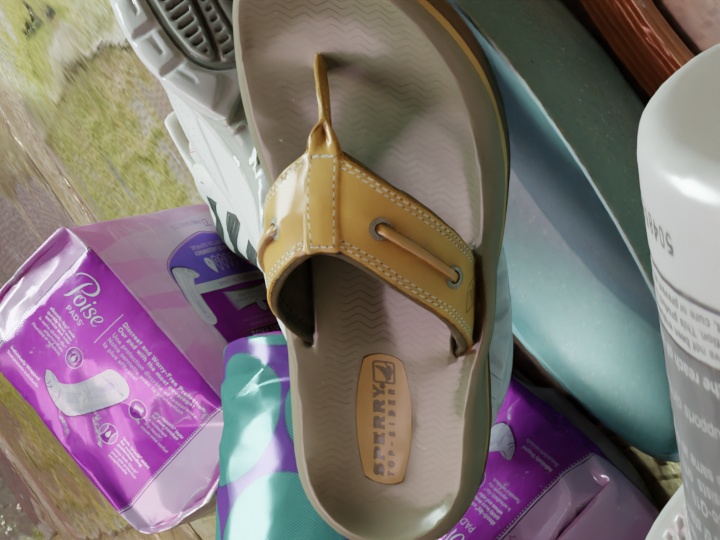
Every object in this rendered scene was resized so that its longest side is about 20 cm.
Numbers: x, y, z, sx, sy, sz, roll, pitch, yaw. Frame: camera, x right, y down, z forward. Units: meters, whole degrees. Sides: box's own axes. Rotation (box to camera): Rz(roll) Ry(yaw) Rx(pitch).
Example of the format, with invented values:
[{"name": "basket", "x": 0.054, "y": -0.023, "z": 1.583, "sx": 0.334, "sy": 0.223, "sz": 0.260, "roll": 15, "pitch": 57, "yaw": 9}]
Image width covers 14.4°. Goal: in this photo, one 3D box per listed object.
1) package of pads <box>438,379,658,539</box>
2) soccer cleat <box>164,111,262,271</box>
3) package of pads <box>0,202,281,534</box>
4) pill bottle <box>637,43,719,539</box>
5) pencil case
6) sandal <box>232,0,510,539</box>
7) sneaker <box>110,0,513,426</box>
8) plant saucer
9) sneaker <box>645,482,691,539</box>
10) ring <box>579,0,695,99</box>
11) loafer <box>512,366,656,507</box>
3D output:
[{"name": "package of pads", "x": 0.082, "y": 0.121, "z": 0.974, "sx": 0.200, "sy": 0.076, "sz": 0.120, "roll": 47, "pitch": 175, "yaw": -36}, {"name": "soccer cleat", "x": -0.026, "y": -0.030, "z": 1.110, "sx": 0.085, "sy": 0.069, "sz": 0.200, "roll": 50, "pitch": 173, "yaw": -18}, {"name": "package of pads", "x": -0.063, "y": 0.036, "z": 1.195, "sx": 0.121, "sy": 0.076, "sz": 0.200, "roll": 48, "pitch": -160, "yaw": 11}, {"name": "pill bottle", "x": 0.127, "y": 0.051, "z": 0.618, "sx": 0.114, "sy": 0.114, "sz": 0.200, "roll": 32, "pitch": 138, "yaw": 56}, {"name": "pencil case", "x": -0.008, "y": 0.121, "z": 1.041, "sx": 0.085, "sy": 0.201, "sz": 0.092, "roll": -14, "pitch": 158, "yaw": 37}, {"name": "sandal", "x": 0.000, "y": 0.000, "z": 0.825, "sx": 0.080, "sy": 0.054, "sz": 0.200, "roll": 7, "pitch": 117, "yaw": 21}, {"name": "sneaker", "x": -0.008, "y": -0.027, "z": 0.932, "sx": 0.200, "sy": 0.078, "sz": 0.099, "roll": 62, "pitch": 178, "yaw": 14}, {"name": "plant saucer", "x": 0.056, "y": -0.032, "z": 0.889, "sx": 0.200, "sy": 0.036, "sz": 0.200, "roll": 54, "pitch": 169, "yaw": 15}, {"name": "sneaker", "x": 0.144, "y": 0.045, "z": 0.754, "sx": 0.074, "sy": 0.082, "sz": 0.200, "roll": 62, "pitch": 146, "yaw": 19}, {"name": "ring", "x": 0.089, "y": -0.078, "z": 0.730, "sx": 0.200, "sy": 0.019, "sz": 0.201, "roll": 49, "pitch": 165, "yaw": 18}, {"name": "loafer", "x": 0.035, "y": 0.059, "z": 1.123, "sx": 0.200, "sy": 0.063, "sz": 0.072, "roll": 40, "pitch": 159, "yaw": 46}]
